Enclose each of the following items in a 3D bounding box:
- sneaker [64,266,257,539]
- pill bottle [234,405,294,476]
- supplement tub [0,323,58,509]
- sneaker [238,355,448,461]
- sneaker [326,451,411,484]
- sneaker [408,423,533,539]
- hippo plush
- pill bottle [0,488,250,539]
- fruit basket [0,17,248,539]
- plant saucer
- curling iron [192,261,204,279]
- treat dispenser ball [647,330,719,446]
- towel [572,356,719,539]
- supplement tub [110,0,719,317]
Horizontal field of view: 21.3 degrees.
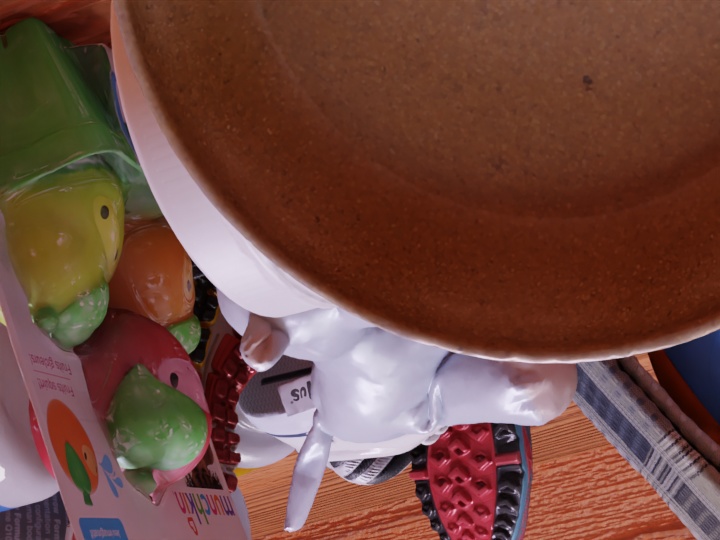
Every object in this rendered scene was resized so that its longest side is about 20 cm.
[{"bbox_3d":[-0.103,0.081,1.023,0.078,0.201,0.082,36,152,-23],"label":"sneaker"},{"bbox_3d":[-0.099,0.078,1.190,0.109,0.110,0.200,-4,166,-37],"label":"pill bottle"},{"bbox_3d":[-0.234,0.057,0.845,0.199,0.133,0.132,-16,168,13],"label":"supplement tub"},{"bbox_3d":[0.030,0.061,1.041,0.199,0.073,0.071,-9,147,34],"label":"sneaker"},{"bbox_3d":[0.036,0.050,1.193,0.200,0.075,0.115,-42,-170,-18],"label":"sneaker"},{"bbox_3d":[0.085,0.068,1.100,0.079,0.202,0.095,-1,180,43],"label":"sneaker"},{"bbox_3d":[0.000,0.000,0.938,0.199,0.160,0.161,-23,140,25],"label":"hippo plush"},{"bbox_3d":[-0.170,0.158,1.071,0.199,0.115,0.114,7,161,-28],"label":"pill bottle"},{"bbox_3d":[-0.086,0.017,0.677,0.093,0.201,0.185,-29,166,8],"label":"fruit basket"},{"bbox_3d":[0.039,-0.076,0.448,0.199,0.201,0.035,-17,-162,23],"label":"plant saucer"},{"bbox_3d":[-0.083,-0.025,0.907,0.049,0.026,0.200,-13,169,-10],"label":"curling iron"},{"bbox_3d":[0.249,0.017,1.020,0.199,0.202,0.201,-12,169,-2],"label":"treat dispenser ball"},{"bbox_3d":[0.181,0.107,1.025,0.034,0.200,0.193,-40,168,-4],"label":"towel"},{"bbox_3d":[0.045,-0.073,0.542,0.199,0.133,0.132,-16,168,22],"label":"supplement tub"}]
